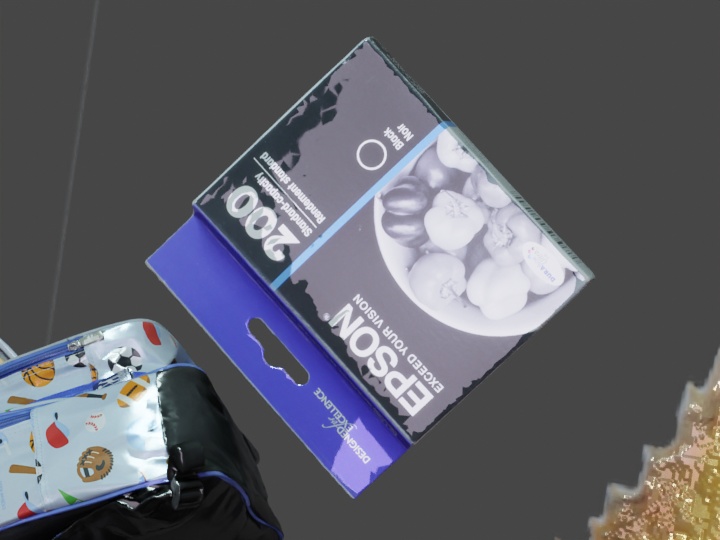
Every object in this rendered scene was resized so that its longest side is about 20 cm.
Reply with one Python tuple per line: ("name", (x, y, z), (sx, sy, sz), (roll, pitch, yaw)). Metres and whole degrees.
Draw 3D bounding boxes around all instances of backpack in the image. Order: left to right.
("backpack", (-0.158, 0.125, 1.416), (0.190, 0.200, 0.154), (-22, 59, 3))

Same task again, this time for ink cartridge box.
("ink cartridge box", (0.000, 0.000, 1.458), (0.200, 0.043, 0.198), (-44, 83, 9))

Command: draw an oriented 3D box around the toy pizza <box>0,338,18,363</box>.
("toy pizza", (-0.284, 0.119, 1.517), (0.200, 0.032, 0.201), (0, 90, 11))
